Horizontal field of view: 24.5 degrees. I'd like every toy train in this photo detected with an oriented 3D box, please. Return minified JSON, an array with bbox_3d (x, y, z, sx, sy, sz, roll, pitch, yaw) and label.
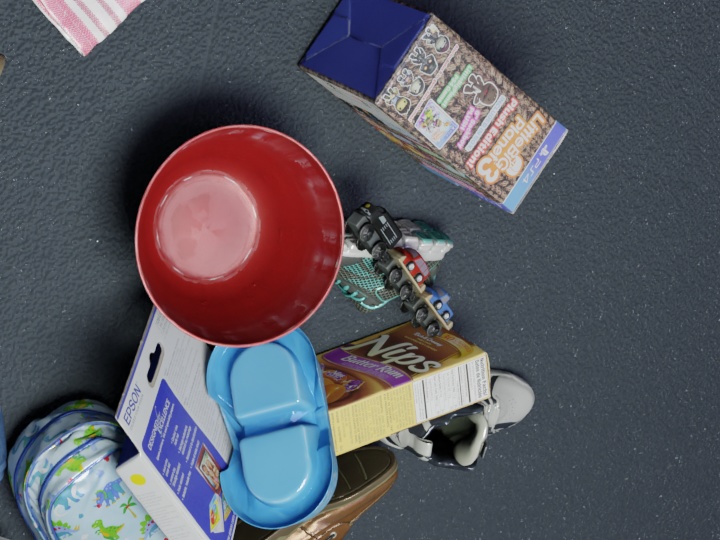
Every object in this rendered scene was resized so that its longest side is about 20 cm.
[{"bbox_3d":[0.043,0.000,1.616,0.046,0.034,0.200,-49,136,-13],"label":"toy train"}]

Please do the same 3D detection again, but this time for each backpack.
[{"bbox_3d":[-0.241,0.216,1.559,0.163,0.154,0.201,-32,108,-8],"label":"backpack"}]

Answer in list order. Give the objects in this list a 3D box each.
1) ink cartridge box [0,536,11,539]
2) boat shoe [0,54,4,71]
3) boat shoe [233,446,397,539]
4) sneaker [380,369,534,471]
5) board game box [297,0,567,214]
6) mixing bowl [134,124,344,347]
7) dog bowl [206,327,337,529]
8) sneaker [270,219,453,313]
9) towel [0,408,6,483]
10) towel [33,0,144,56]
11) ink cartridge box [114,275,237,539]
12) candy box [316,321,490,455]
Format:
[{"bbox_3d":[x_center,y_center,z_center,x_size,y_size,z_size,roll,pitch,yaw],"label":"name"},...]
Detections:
[{"bbox_3d":[-0.432,0.295,1.502,0.199,0.044,0.174,26,106,-34],"label":"ink cartridge box"},{"bbox_3d":[-0.374,-0.107,1.393,0.068,0.072,0.201,26,88,-23],"label":"boat shoe"},{"bbox_3d":[-0.045,0.255,1.722,0.199,0.072,0.068,-28,124,-7],"label":"boat shoe"},{"bbox_3d":[0.121,0.163,1.741,0.198,0.129,0.080,2,108,-31],"label":"sneaker"},{"bbox_3d":[0.068,-0.163,1.572,0.200,0.159,0.097,35,89,-35],"label":"board game box"},{"bbox_3d":[-0.125,-0.036,1.528,0.199,0.108,0.202,-3,98,-23],"label":"mixing bowl"},{"bbox_3d":[-0.078,0.145,1.560,0.111,0.201,0.050,-15,161,13],"label":"dog bowl"},{"bbox_3d":[0.000,0.000,1.648,0.199,0.078,0.092,3,110,-29],"label":"sneaker"},{"bbox_3d":[-0.377,0.115,1.486,0.111,0.048,0.201,-13,114,-26],"label":"towel"},{"bbox_3d":[-0.212,-0.303,1.438,0.200,0.030,0.147,-45,124,-9],"label":"towel"},{"bbox_3d":[-0.169,0.143,1.540,0.047,0.198,0.201,-19,122,22],"label":"ink cartridge box"},{"bbox_3d":[0.017,0.115,1.673,0.199,0.117,0.057,-18,116,-24],"label":"candy box"}]
